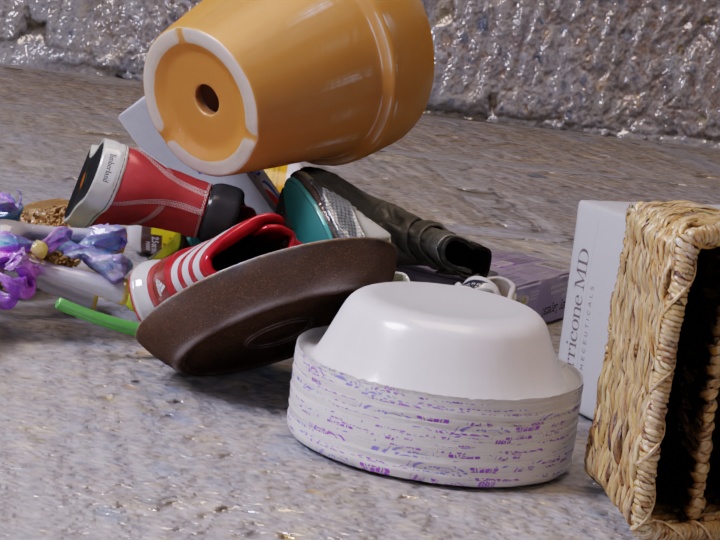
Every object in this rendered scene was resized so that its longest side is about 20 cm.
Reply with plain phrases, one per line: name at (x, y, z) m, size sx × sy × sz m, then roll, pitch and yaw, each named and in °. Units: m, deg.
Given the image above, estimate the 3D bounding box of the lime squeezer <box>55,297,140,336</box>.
lime squeezer at (-0.136, 0.032, 1.485) m, size 0.200 × 0.071 × 0.038 m, roll -15°, pitch 3°, yaw -37°

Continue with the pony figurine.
pony figurine at (-0.280, -0.018, 1.491) m, size 0.199 × 0.167 × 0.193 m, roll 13°, pitch -8°, yaw -21°

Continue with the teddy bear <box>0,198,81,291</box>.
teddy bear at (-0.321, -0.014, 1.653) m, size 0.145 × 0.067 × 0.200 m, roll 3°, pitch 13°, yaw 32°

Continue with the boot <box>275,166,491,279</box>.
boot at (0.027, -0.036, 1.658) m, size 0.130 × 0.068 × 0.200 m, roll 15°, pitch 0°, yaw 34°

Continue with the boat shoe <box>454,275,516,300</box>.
boat shoe at (0.089, 0.040, 1.600) m, size 0.071 × 0.070 × 0.200 m, roll 12°, pitch 11°, yaw 21°

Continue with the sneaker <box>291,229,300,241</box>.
sneaker at (-0.053, 0.008, 1.620) m, size 0.075 × 0.089 × 0.200 m, roll 13°, pitch 11°, yaw 33°

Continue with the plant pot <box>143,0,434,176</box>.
plant pot at (-0.072, -0.165, 1.583) m, size 0.200 × 0.201 × 0.183 m, roll 15°, pitch 32°, yaw 36°

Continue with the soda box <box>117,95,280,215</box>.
soda box at (-0.123, -0.076, 1.686) m, size 0.068 × 0.200 × 0.063 m, roll -33°, pitch 7°, yaw 12°

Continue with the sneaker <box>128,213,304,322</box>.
sneaker at (-0.069, 0.002, 1.445) m, size 0.115 × 0.079 × 0.200 m, roll -20°, pitch -1°, yaw 36°

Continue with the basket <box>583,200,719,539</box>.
basket at (0.234, 0.066, 1.211) m, size 0.142 × 0.201 × 0.149 m, roll 8°, pitch 8°, yaw -7°

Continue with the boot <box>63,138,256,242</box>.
boot at (-0.165, -0.053, 1.601) m, size 0.144 × 0.073 × 0.200 m, roll 19°, pitch -6°, yaw -15°

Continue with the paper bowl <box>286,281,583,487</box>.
paper bowl at (0.053, 0.071, 1.321) m, size 0.200 × 0.105 × 0.201 m, roll 7°, pitch 12°, yaw -2°

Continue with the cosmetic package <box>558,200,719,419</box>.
cosmetic package at (0.272, 0.046, 1.444) m, size 0.165 × 0.165 × 0.200 m, roll 1°, pitch 11°, yaw -29°

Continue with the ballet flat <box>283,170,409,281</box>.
ballet flat at (0.000, 0.000, 1.545) m, size 0.072 × 0.072 × 0.201 m, roll 0°, pitch 50°, yaw -35°

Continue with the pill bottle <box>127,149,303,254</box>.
pill bottle at (-0.122, -0.060, 1.877) m, size 0.199 × 0.110 × 0.109 m, roll 7°, pitch 10°, yaw -1°

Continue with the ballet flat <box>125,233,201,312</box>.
ballet flat at (-0.161, 0.002, 1.669) m, size 0.067 × 0.067 × 0.200 m, roll -20°, pitch 7°, yaw 11°

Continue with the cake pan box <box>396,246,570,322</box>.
cake pan box at (0.096, 0.009, 1.829) m, size 0.184 × 0.052 × 0.200 m, roll 15°, pitch 13°, yaw 25°

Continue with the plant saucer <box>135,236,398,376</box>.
plant saucer at (-0.062, 0.032, 1.395) m, size 0.200 × 0.035 × 0.200 m, roll -18°, pitch -17°, yaw -6°
